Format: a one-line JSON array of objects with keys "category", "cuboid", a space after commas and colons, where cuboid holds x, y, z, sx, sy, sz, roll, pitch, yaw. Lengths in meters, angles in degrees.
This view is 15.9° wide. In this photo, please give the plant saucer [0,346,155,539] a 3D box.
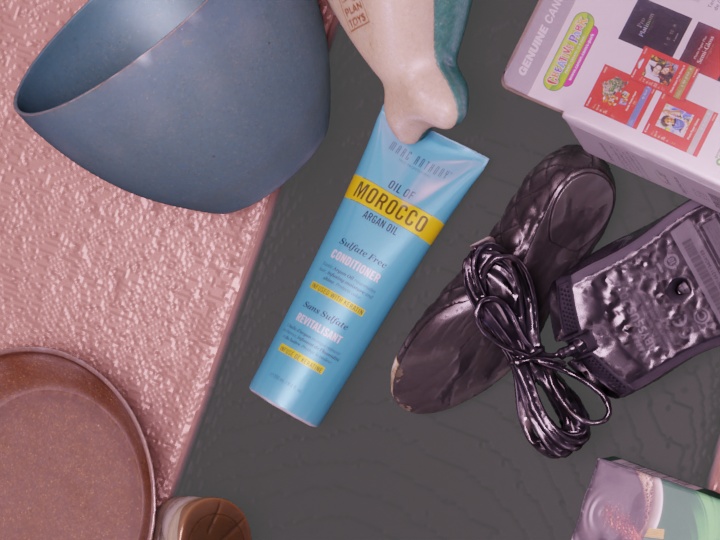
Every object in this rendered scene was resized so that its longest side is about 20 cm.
[{"category": "plant saucer", "cuboid": [-0.210, 0.150, 1.660, 0.200, 0.037, 0.201, -3, 84, 26]}]

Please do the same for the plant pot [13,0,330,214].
[{"category": "plant pot", "cuboid": [-0.096, -0.114, 1.592, 0.200, 0.200, 0.135, -35, 111, 12]}]

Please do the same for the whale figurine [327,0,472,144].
[{"category": "whale figurine", "cuboid": [0.036, -0.183, 1.584, 0.104, 0.159, 0.201, -14, 87, -26]}]

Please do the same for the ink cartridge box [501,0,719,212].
[{"category": "ink cartridge box", "cuboid": [0.205, -0.150, 1.494, 0.175, 0.084, 0.200, 27, 86, 20]}]

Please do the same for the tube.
[{"category": "tube", "cuboid": [0.000, 0.000, 1.616, 0.077, 0.050, 0.200, 29, 89, 10]}]

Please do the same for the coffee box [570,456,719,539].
[{"category": "coffee box", "cuboid": [0.218, 0.198, 1.530, 0.199, 0.044, 0.123, 20, 91, 17]}]

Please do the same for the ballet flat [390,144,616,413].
[{"category": "ballet flat", "cuboid": [0.090, 0.009, 1.591, 0.066, 0.057, 0.200, 36, 102, -18]}]

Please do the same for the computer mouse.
[{"category": "computer mouse", "cuboid": [0.170, 0.014, 1.544, 0.200, 0.053, 0.139, -24, 91, 3]}]

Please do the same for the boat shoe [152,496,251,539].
[{"category": "boat shoe", "cuboid": [-0.109, 0.243, 1.624, 0.065, 0.072, 0.201, -4, 84, 57]}]
